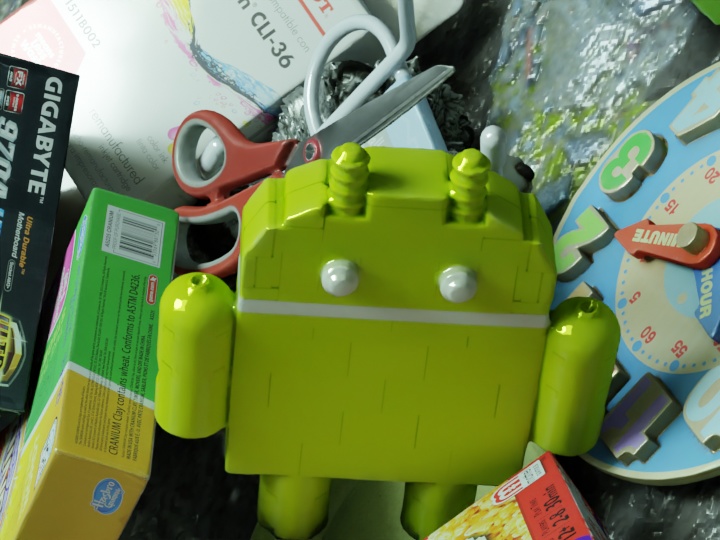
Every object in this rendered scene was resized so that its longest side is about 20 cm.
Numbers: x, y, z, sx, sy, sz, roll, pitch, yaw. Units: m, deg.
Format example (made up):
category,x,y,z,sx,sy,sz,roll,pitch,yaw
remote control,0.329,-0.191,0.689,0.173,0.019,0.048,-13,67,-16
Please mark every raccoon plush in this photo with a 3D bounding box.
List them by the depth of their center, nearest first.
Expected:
category,x,y,z,sx,sy,sz,roll,pitch,yaw
raccoon plush,0.000,0.000,1.307,0.200,0.096,0.135,-47,43,33

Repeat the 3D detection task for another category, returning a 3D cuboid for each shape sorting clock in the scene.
category,x,y,z,sx,sy,sz,roll,pitch,yaw
shape sorting clock,0.145,-0.006,1.159,0.199,0.039,0.201,-31,45,36

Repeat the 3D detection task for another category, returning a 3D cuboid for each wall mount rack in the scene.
category,x,y,z,sx,sy,sz,roll,pitch,yaw
wall mount rack,0.011,-0.045,1.180,0.174,0.074,0.201,-47,52,36

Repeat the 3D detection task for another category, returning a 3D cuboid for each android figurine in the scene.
category,x,y,z,sx,sy,sz,roll,pitch,yaw
android figurine,0.011,0.029,1.116,0.041,0.181,0.201,-91,8,-49

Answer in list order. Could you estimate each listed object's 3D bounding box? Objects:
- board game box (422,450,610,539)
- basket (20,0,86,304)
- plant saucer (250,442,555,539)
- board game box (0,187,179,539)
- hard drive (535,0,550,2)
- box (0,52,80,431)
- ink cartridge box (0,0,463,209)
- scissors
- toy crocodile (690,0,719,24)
category,x,y,z,sx,sy,sz,roll,pitch,yaw
board game box,0.012,0.160,1.066,0.199,0.046,0.152,-36,10,3
basket,-0.129,-0.045,1.457,0.180,0.136,0.201,2,71,51
plant saucer,0.020,0.133,1.226,0.200,0.031,0.201,-31,45,36
board game box,-0.133,0.088,1.224,0.154,0.040,0.201,-87,19,-46
hard drive,0.170,-0.180,1.189,0.200,0.132,0.025,-33,84,34
box,-0.186,0.007,1.309,0.200,0.046,0.160,143,138,-64
ink cartridge box,-0.063,-0.118,1.351,0.200,0.067,0.117,-36,75,3
scissors,-0.023,-0.038,1.163,0.199,0.014,0.074,-7,79,52
toy crocodile,0.211,-0.154,1.160,0.199,0.067,0.062,-25,44,37
